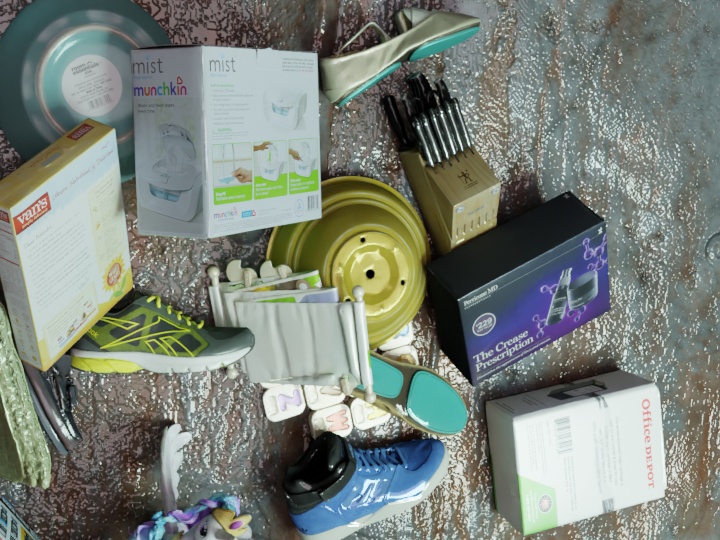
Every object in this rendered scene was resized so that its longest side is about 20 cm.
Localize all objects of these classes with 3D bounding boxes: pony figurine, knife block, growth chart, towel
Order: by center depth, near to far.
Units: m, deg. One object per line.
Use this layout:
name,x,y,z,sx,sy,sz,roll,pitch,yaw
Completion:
towel,-0.366,0.118,1.072,0.036,0.147,0.203,-26,106,-40
pony figurine,-0.194,0.281,1.133,0.199,0.193,0.167,-37,105,3
growth chart,-0.076,0.062,1.165,0.197,0.018,0.147,5,105,23
knife block,0.087,-0.119,1.242,0.063,0.177,0.201,-25,149,-12

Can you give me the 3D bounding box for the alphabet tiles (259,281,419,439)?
alphabet tiles,-0.028,0.091,1.247,0.193,0.015,0.204,-15,101,-17

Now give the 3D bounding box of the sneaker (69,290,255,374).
sneaker,-0.209,0.064,1.143,0.196,0.074,0.086,-2,92,-11

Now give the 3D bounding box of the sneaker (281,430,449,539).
sneaker,0.004,0.223,1.235,0.197,0.077,0.112,-26,122,-8

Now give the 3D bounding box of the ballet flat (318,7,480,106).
ballet flat,0.040,-0.253,1.201,0.198,0.069,0.070,-30,105,-13

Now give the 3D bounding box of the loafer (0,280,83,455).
loafer,-0.322,0.084,1.097,0.062,0.072,0.202,-27,87,-14

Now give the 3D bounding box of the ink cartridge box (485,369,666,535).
ink cartridge box,0.263,0.218,1.325,0.197,0.084,0.148,-10,101,-17

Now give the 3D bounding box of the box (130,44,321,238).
box,-0.127,-0.132,1.085,0.199,0.095,0.180,-17,107,-58

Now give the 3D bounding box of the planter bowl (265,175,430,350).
planter bowl,0.000,0.000,1.193,0.197,0.083,0.204,-2,98,-18

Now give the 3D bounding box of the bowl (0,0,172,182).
bowl,-0.265,-0.182,1.082,0.197,0.105,0.205,-3,99,-19

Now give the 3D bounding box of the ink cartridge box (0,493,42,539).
ink cartridge box,-0.358,0.307,1.077,0.084,0.175,0.201,-39,108,-9

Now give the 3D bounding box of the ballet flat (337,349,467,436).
ballet flat,0.039,0.132,1.236,0.199,0.063,0.070,31,74,-32

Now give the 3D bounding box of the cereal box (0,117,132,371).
cereal box,-0.280,-0.024,1.030,0.144,0.039,0.202,-49,152,-43

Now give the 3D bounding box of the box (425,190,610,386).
box,0.185,0.020,1.249,0.198,0.079,0.143,-27,129,-13
